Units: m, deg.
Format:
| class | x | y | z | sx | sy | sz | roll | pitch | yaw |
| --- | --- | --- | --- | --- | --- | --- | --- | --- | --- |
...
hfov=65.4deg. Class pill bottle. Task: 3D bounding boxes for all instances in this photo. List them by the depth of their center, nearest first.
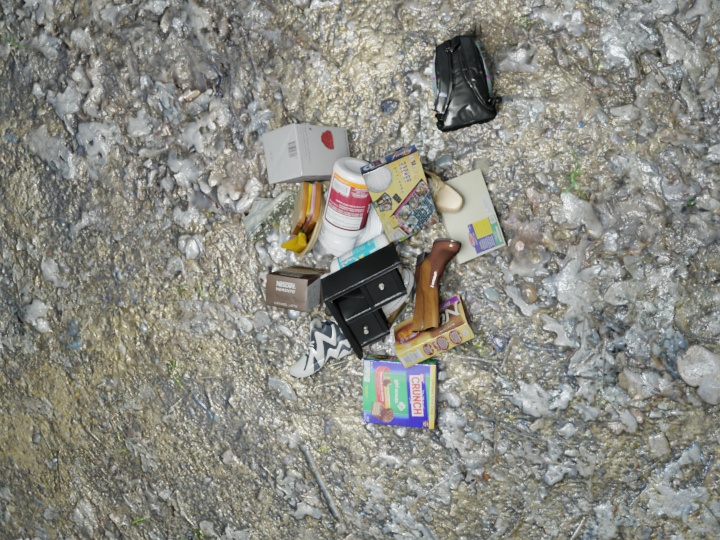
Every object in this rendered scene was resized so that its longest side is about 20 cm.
| class | x | y | z | sx | sy | sz | roll | pitch | yaw |
| --- | --- | --- | --- | --- | --- | --- | --- | --- | --- |
| pill bottle | -0.030 | -0.157 | 1.352 | 0.110 | 0.113 | 0.204 | 23 | 123 | 10 |
| pill bottle | 0.000 | 0.000 | 1.397 | 0.196 | 0.111 | 0.113 | -28 | 90 | 9 |

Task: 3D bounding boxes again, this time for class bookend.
| class | x | y | z | sx | sy | sz | roll | pitch | yaw |
| --- | --- | --- | --- | --- | --- | --- | --- | --- | --- |
| bookend | 0.035 | 0.076 | 1.327 | 0.194 | 0.093 | 0.203 | -25 | 121 | 6 |

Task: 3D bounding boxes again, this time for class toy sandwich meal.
| class | x | y | z | sx | sy | sz | roll | pitch | yaw |
| --- | --- | --- | --- | --- | --- | --- | --- | --- | --- |
| toy sandwich meal | -0.151 | -0.133 | 1.436 | 0.068 | 0.205 | 0.211 | 15 | 102 | -23 |

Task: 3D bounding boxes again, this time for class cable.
| class | x | y | z | sx | sy | sz | roll | pitch | yaw |
| --- | --- | --- | --- | --- | --- | --- | --- | --- | --- |
| cable | -0.024 | -0.129 | 1.466 | 0.200 | 0.069 | 0.201 | 43 | 104 | 5 |

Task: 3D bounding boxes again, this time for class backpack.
| class | x | y | z | sx | sy | sz | roll | pitch | yaw |
| --- | --- | --- | --- | --- | --- | --- | --- | --- | --- |
| backpack | 0.235 | -0.446 | 1.340 | 0.162 | 0.127 | 0.207 | -12 | 93 | 3 |

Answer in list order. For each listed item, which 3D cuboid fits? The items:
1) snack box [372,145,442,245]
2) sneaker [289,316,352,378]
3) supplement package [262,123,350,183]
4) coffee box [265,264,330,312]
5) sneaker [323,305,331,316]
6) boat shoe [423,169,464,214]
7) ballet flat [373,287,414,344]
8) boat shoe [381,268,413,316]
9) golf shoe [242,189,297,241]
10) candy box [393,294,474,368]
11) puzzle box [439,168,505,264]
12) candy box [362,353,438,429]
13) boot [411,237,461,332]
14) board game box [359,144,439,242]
| class | x | y | z | sx | sy | sz | roll | pitch | yaw |
| --- | --- | --- | --- | --- | --- | --- | --- | --- | --- |
| snack box | 0.098 | -0.188 | 1.407 | 0.140 | 0.053 | 0.204 | -29 | 89 | -17 |
| sneaker | -0.127 | 0.195 | 1.512 | 0.195 | 0.080 | 0.132 | -27 | 101 | 14 |
| supplement package | -0.128 | -0.287 | 1.392 | 0.117 | 0.198 | 0.125 | -6 | 95 | 38 |
| coffee box | -0.157 | 0.042 | 1.451 | 0.111 | 0.200 | 0.083 | 7 | 99 | 12 |
| sneaker | -0.009 | 0.074 | 1.487 | 0.198 | 0.066 | 0.091 | -39 | 85 | 12 |
| boat shoe | 0.159 | -0.197 | 1.344 | 0.196 | 0.069 | 0.075 | 27 | 95 | 2 |
| ballet flat | 0.069 | 0.115 | 1.474 | 0.067 | 0.064 | 0.202 | 37 | 103 | 2 |
| boat shoe | 0.055 | 0.073 | 1.418 | 0.201 | 0.065 | 0.074 | -52 | 49 | 9 |
| golf shoe | -0.253 | -0.169 | 1.504 | 0.198 | 0.078 | 0.099 | -38 | 73 | 27 |
| candy box | 0.183 | 0.155 | 1.420 | 0.196 | 0.118 | 0.057 | -28 | 120 | 16 |
| puzzle box | 0.269 | -0.134 | 1.397 | 0.129 | 0.025 | 0.206 | -20 | 91 | -5 |
| candy box | 0.106 | 0.318 | 1.482 | 0.193 | 0.077 | 0.175 | 2 | 96 | 12 |
| boot | 0.177 | 0.038 | 1.351 | 0.067 | 0.187 | 0.206 | 19 | 65 | -25 |
| board game box | 0.093 | -0.171 | 1.281 | 0.132 | 0.035 | 0.203 | -21 | 130 | 6 |
